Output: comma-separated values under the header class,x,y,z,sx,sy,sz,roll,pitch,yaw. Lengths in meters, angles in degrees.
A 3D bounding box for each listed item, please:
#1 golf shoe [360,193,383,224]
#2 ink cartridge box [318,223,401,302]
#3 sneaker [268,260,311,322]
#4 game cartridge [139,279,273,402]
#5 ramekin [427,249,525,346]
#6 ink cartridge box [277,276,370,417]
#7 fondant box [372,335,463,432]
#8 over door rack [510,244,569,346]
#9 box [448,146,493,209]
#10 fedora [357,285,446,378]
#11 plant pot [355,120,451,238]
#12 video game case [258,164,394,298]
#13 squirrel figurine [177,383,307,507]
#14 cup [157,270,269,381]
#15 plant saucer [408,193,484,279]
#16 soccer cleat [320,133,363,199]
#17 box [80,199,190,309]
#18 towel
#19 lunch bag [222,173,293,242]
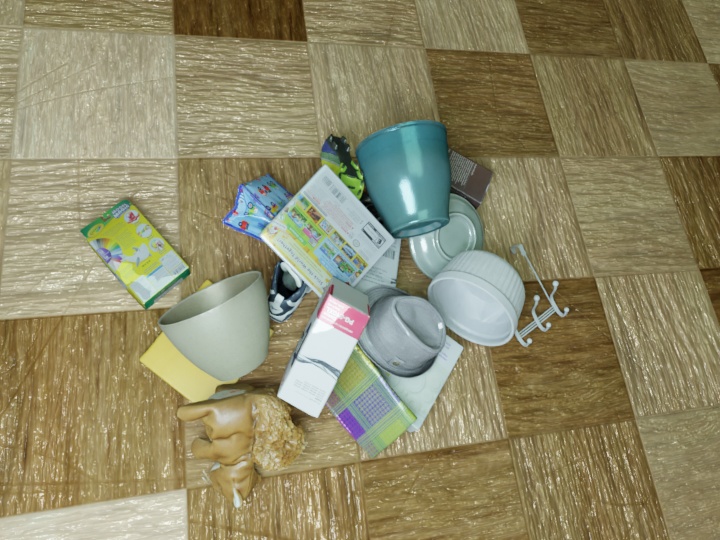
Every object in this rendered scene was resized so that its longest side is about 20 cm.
class,x,y,z,sx,sy,sz,roll,pitch,yaw
golf shoe,0.090,-0.130,1.226,0.194,0.078,0.097,-7,78,-7
ink cartridge box,0.000,0.000,1.132,0.141,0.084,0.205,17,65,-19
sneaker,-0.123,0.001,1.087,0.079,0.130,0.200,38,65,2
game cartridge,-0.295,0.148,1.046,0.175,0.032,0.201,37,68,1
ramekin,0.249,0.052,1.125,0.199,0.201,0.106,38,61,3
ink cartridge box,-0.064,0.131,0.955,0.083,0.145,0.203,27,99,-6
fondant box,0.103,0.203,1.106,0.143,0.058,0.202,35,65,1
over door rack,0.373,0.049,1.227,0.146,0.067,0.202,-30,79,-23
box,0.208,-0.230,1.289,0.197,0.075,0.101,29,65,0
fedora,0.090,0.107,1.033,0.199,0.090,0.179,39,53,-12
plant pot,0.103,-0.174,1.104,0.195,0.200,0.193,-10,81,-17
video game case,-0.060,-0.062,1.013,0.182,0.023,0.200,-46,105,-5
squirrel figurine,-0.196,0.304,0.930,0.195,0.141,0.192,-6,92,9
cup,-0.242,0.110,0.969,0.198,0.199,0.146,-29,107,-22
plant saucer,0.204,-0.073,1.202,0.195,0.050,0.206,-1,91,-22
soccer cleat,-0.041,-0.197,1.116,0.063,0.084,0.203,5,48,-25
box,-0.448,-0.036,1.066,0.117,0.048,0.200,-41,86,-23
towel,0.002,0.246,1.036,0.201,0.144,0.023,48,25,9
lunch bag,-0.155,-0.095,1.096,0.198,0.095,0.151,33,20,-1
